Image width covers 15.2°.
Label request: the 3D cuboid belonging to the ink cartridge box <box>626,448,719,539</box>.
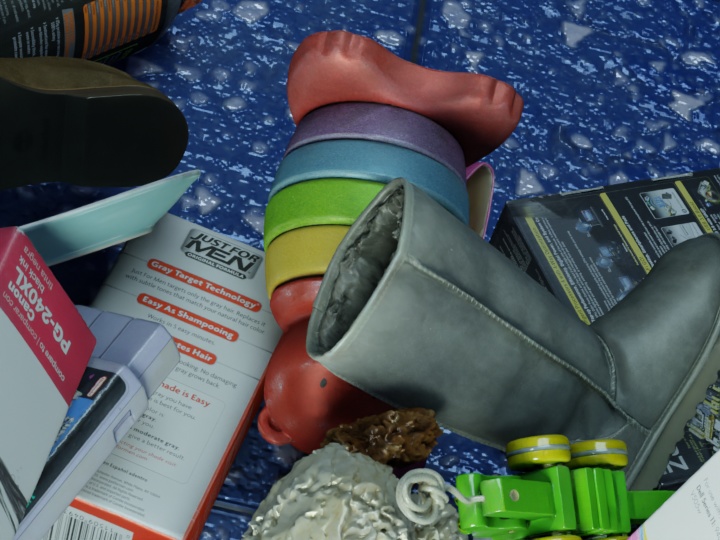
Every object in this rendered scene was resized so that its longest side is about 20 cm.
[{"bbox_3d":[0.189,0.140,1.244,0.117,0.200,0.067,7,48,-36],"label":"ink cartridge box"}]

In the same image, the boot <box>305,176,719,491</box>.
[{"bbox_3d":[0.084,0.014,1.331,0.200,0.073,0.182,34,66,-20],"label":"boot"}]

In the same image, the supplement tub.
[{"bbox_3d":[-0.186,-0.163,1.523,0.200,0.123,0.123,-27,61,-35],"label":"supplement tub"}]

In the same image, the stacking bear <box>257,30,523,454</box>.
[{"bbox_3d":[0.000,0.000,1.371,0.121,0.114,0.201,16,65,-13],"label":"stacking bear"}]

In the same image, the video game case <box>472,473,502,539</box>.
[{"bbox_3d":[0.139,0.196,1.325,0.200,0.018,0.143,29,39,-16],"label":"video game case"}]

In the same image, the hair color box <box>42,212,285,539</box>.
[{"bbox_3d":[-0.105,0.066,1.383,0.101,0.061,0.200,22,47,4],"label":"hair color box"}]

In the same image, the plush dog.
[{"bbox_3d":[-0.020,0.152,1.254,0.160,0.172,0.200,13,47,-5],"label":"plush dog"}]

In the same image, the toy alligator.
[{"bbox_3d":[0.073,0.111,1.261,0.200,0.054,0.060,7,72,-44],"label":"toy alligator"}]

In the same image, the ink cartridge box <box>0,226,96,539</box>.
[{"bbox_3d":[-0.225,0.084,1.218,0.145,0.084,0.200,-7,41,26],"label":"ink cartridge box"}]

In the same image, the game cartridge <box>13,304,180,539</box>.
[{"bbox_3d":[-0.188,0.091,1.283,0.129,0.038,0.200,7,48,42],"label":"game cartridge"}]

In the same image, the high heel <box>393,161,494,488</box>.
[{"bbox_3d":[0.037,0.027,1.435,0.067,0.096,0.200,42,30,-28],"label":"high heel"}]

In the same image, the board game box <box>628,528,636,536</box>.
[{"bbox_3d":[0.164,0.066,1.491,0.200,0.028,0.135,-20,57,-31],"label":"board game box"}]

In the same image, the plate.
[{"bbox_3d":[-0.172,-0.010,1.367,0.200,0.200,0.026,-21,94,-32],"label":"plate"}]

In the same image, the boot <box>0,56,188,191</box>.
[{"bbox_3d":[-0.196,-0.084,1.420,0.199,0.074,0.075,5,23,-23],"label":"boot"}]

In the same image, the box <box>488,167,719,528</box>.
[{"bbox_3d":[0.182,0.037,1.470,0.161,0.049,0.200,-9,53,-26],"label":"box"}]
